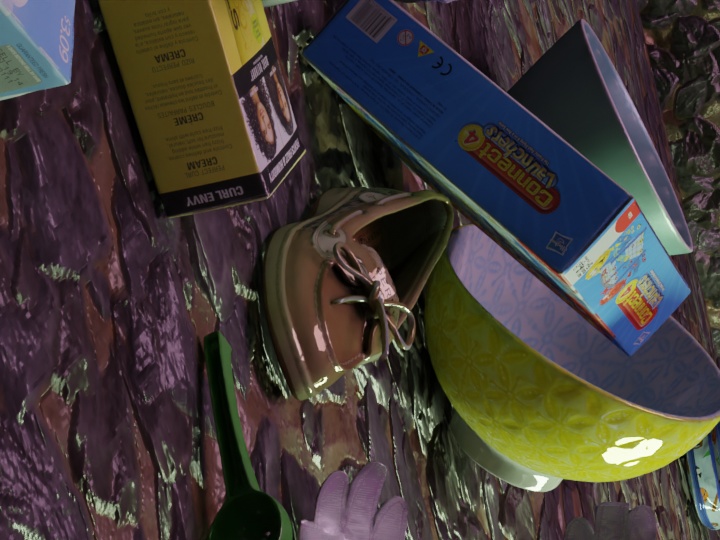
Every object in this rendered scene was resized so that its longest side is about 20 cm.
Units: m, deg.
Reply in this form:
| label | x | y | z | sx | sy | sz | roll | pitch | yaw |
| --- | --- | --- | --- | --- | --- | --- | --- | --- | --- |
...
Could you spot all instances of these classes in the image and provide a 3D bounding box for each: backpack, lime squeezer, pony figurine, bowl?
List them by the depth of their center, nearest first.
| label | x | y | z | sx | sy | sz | roll | pitch | yaw |
| --- | --- | --- | --- | --- | --- | --- | --- | --- | --- |
| lime squeezer | -0.054 | 0.102 | 0.713 | 0.200 | 0.038 | 0.071 | -72 | 147 | -58 |
| pony figurine | 0.051 | 0.202 | 0.854 | 0.200 | 0.166 | 0.193 | 82 | 13 | -61 |
| bowl | 0.115 | 0.070 | 1.158 | 0.108 | 0.200 | 0.200 | -60 | 179 | 22 |
| bowl | 0.173 | -0.085 | 1.471 | 0.201 | 0.105 | 0.201 | 58 | 14 | -24 |
| backpack | 0.465 | 0.229 | 2.243 | 0.191 | 0.154 | 0.200 | 52 | 23 | -74 |

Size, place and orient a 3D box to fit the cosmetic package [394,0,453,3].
| label | x | y | z | sx | sy | sz | roll | pitch | yaw |
| --- | --- | --- | --- | --- | --- | --- | --- | --- | --- |
| cosmetic package | 0.027 | -0.261 | 1.114 | 0.151 | 0.052 | 0.200 | -144 | -141 | -75 |

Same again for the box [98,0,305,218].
| label | x | y | z | sx | sy | sz | roll | pitch | yaw |
| --- | --- | --- | --- | --- | --- | --- | --- | --- | --- |
| box | -0.078 | -0.128 | 0.767 | 0.075 | 0.050 | 0.200 | -58 | 134 | -67 |

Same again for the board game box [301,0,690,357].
| label | x | y | z | sx | sy | sz | roll | pitch | yaw |
| --- | --- | --- | --- | --- | --- | --- | --- | --- | --- |
| board game box | 0.081 | -0.053 | 1.059 | 0.200 | 0.056 | 0.196 | 42 | 1 | 24 |

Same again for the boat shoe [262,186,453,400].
| label | x | y | z | sx | sy | sz | roll | pitch | yaw |
| --- | --- | --- | --- | --- | --- | --- | --- | --- | --- |
| boat shoe | 0.000 | 0.000 | 0.926 | 0.200 | 0.063 | 0.073 | -65 | 142 | -64 |

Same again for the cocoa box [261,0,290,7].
| label | x | y | z | sx | sy | sz | roll | pitch | yaw |
| --- | --- | --- | --- | --- | --- | --- | --- | --- | --- |
| cocoa box | 0.001 | -0.196 | 0.819 | 0.200 | 0.131 | 0.134 | -144 | -143 | -81 |

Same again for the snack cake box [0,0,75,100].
| label | x | y | z | sx | sy | sz | roll | pitch | yaw |
| --- | --- | --- | --- | --- | --- | --- | --- | --- | --- |
| snack cake box | -0.135 | -0.159 | 0.559 | 0.115 | 0.067 | 0.200 | 53 | 30 | -56 |
